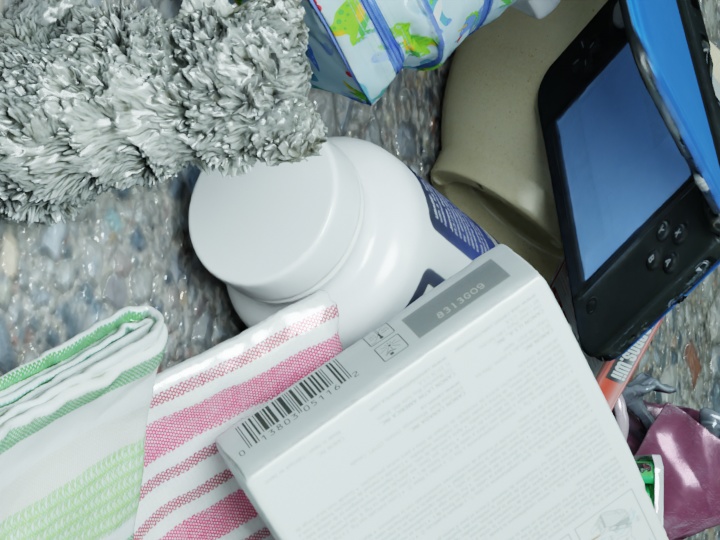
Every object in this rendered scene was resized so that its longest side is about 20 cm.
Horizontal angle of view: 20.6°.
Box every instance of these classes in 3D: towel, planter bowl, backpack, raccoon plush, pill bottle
[{"bbox_3d":[-0.044,0.124,0.915,0.146,0.030,0.201,-30,120,-22],"label":"towel"},{"bbox_3d":[0.125,-0.072,1.170,0.135,0.200,0.200,-52,139,-11],"label":"planter bowl"},{"bbox_3d":[-0.012,-0.154,0.890,0.154,0.199,0.164,-46,128,-31],"label":"backpack"},{"bbox_3d":[-0.126,0.127,0.781,0.149,0.030,0.202,-31,133,-57],"label":"towel"},{"bbox_3d":[-0.101,-0.050,0.788,0.200,0.133,0.097,-52,134,-48],"label":"raccoon plush"},{"bbox_3d":[0.000,0.000,0.993,0.200,0.110,0.112,36,58,-55],"label":"pill bottle"}]

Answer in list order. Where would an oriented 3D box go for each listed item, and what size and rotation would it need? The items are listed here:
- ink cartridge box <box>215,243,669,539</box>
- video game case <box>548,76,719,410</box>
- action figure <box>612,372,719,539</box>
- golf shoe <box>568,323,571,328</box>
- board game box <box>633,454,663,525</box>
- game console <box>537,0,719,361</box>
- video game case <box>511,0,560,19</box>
[{"bbox_3d":[0.048,0.112,0.915,0.159,0.047,0.201,-34,121,-8],"label":"ink cartridge box"},{"bbox_3d":[0.138,-0.006,1.032,0.143,0.017,0.201,-98,-148,-67],"label":"video game case"},{"bbox_3d":[0.190,0.180,1.336,0.148,0.134,0.202,21,95,-25],"label":"action figure"},{"bbox_3d":[0.046,0.106,0.992,0.078,0.096,0.202,-112,-152,-61],"label":"golf shoe"},{"bbox_3d":[0.147,0.216,1.224,0.200,0.026,0.202,139,-47,-81],"label":"board game box"},{"bbox_3d":[0.110,-0.091,0.946,0.118,0.171,0.201,21,42,-25],"label":"game console"},{"bbox_3d":[0.003,-0.224,0.955,0.023,0.182,0.200,-44,134,-12],"label":"video game case"}]
